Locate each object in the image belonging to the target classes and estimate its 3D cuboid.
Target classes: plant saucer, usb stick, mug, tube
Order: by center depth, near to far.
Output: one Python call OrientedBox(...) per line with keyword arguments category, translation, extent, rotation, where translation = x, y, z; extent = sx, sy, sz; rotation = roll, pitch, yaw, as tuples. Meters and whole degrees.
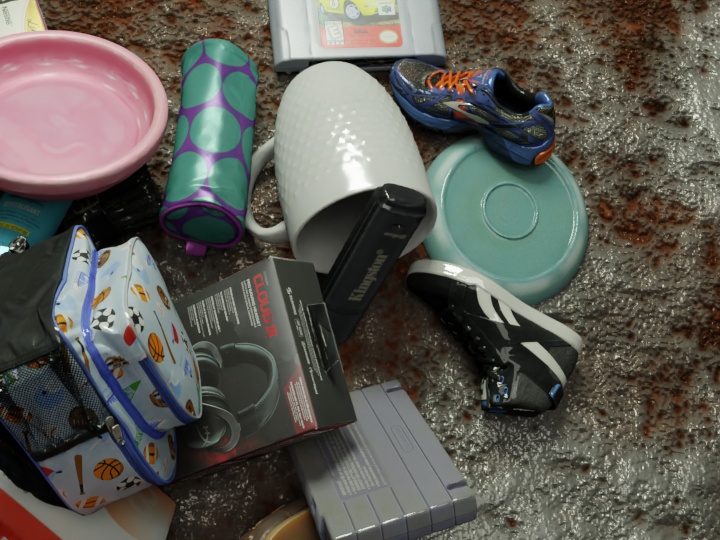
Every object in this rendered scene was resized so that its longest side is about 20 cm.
OrientedBox(category="plant saucer", translation=(-0.272, -0.134, 0.754), extent=(0.196, 0.051, 0.204), rotation=(8, 49, -9))
OrientedBox(category="tube", translation=(-0.286, -0.081, 0.770), extent=(0.076, 0.051, 0.203), rotation=(17, 59, -6))
OrientedBox(category="usb stick", translation=(0.000, 0.000, 0.791), extent=(0.054, 0.201, 0.033), rotation=(13, 44, -20))
OrientedBox(category="mug", translation=(-0.038, -0.100, 0.845), extent=(0.197, 0.148, 0.178), rotation=(-24, 61, 15))
OrientedBox(category="plant saucer", translation=(0.160, -0.062, 0.917), extent=(0.195, 0.027, 0.205), rotation=(3, 73, -9))

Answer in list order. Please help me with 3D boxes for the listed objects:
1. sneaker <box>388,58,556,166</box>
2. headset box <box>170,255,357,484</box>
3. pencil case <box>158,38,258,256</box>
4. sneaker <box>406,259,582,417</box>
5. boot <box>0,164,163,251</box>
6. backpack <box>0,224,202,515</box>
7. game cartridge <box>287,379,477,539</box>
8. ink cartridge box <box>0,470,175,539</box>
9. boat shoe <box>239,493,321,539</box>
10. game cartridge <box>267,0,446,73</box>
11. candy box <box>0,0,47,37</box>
OrientedBox(category="sneaker", translation=(0.124, -0.189, 0.907), extent=(0.196, 0.079, 0.076), rotation=(22, 55, 10))
OrientedBox(category="headset box", translation=(-0.102, 0.088, 0.753), extent=(0.197, 0.077, 0.152), rotation=(-23, 76, 25))
OrientedBox(category="pencil case", translation=(-0.147, -0.125, 0.839), extent=(0.083, 0.092, 0.204), rotation=(13, 60, -21))
OrientedBox(category="sneaker", translation=(0.122, 0.077, 0.846), extent=(0.197, 0.073, 0.114), rotation=(26, 70, -2))
OrientedBox(category="boot", translation=(-0.256, -0.021, 0.810), extent=(0.155, 0.080, 0.215), rotation=(-17, 77, -13))
OrientedBox(category="backpack", translation=(-0.205, 0.080, 0.658), extent=(0.151, 0.194, 0.201), rotation=(-13, 31, 1))
OrientedBox(category="game cartridge", translation=(0.007, 0.171, 0.751), extent=(0.127, 0.200, 0.039), rotation=(-17, 115, -10))
OrientedBox(category="ink cartridge box", translation=(-0.231, 0.194, 0.673), extent=(0.050, 0.200, 0.162), rotation=(-44, 102, 3))
OrientedBox(category="boat shoe", translation=(-0.024, 0.224, 0.780), extent=(0.197, 0.070, 0.072), rotation=(-14, 89, -34))
OrientedBox(category="game cartridge", translation=(-0.006, -0.291, 0.952), extent=(0.195, 0.041, 0.136), rotation=(-5, 71, -11))
OrientedBox(category="candy box", translation=(-0.398, -0.179, 0.842), extent=(0.196, 0.061, 0.139), rotation=(-20, 78, -14))
